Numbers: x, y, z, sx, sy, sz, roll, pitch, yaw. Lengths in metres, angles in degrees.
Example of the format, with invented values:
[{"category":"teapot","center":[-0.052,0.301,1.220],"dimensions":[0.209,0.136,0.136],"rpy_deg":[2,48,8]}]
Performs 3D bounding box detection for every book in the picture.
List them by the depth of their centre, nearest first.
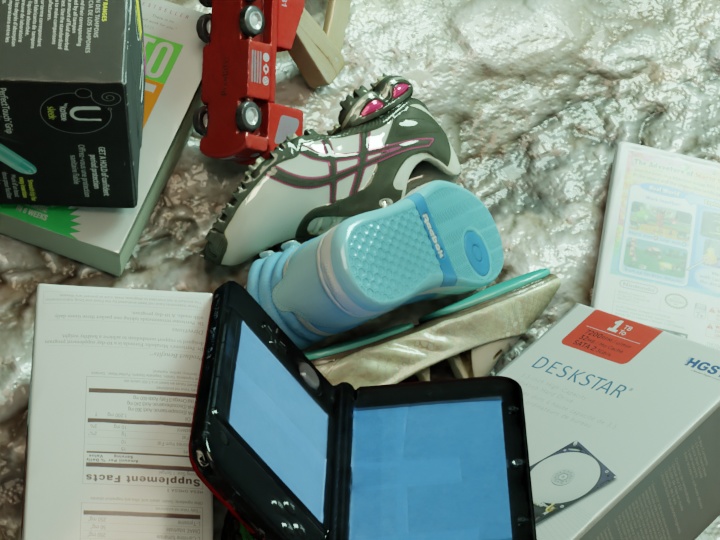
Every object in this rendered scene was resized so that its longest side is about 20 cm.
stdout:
[{"category":"book","center":[-0.188,-0.104,1.395],"dimensions":[0.134,0.048,0.200],"rpy_deg":[19,61,5]}]

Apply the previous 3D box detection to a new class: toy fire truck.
[{"category":"toy fire truck","center":[-0.050,-0.169,1.426],"dimensions":[0.141,0.049,0.200],"rpy_deg":[7,82,-49]}]

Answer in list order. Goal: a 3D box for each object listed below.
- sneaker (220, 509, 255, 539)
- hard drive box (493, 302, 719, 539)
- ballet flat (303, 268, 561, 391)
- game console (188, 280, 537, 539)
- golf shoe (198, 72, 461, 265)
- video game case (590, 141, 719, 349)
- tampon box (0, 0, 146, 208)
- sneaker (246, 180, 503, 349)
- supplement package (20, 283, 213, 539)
[{"category":"sneaker","center":[-0.034,0.196,1.176],"dimensions":[0.085,0.078,0.200],"rpy_deg":[1,27,-21]},{"category":"hard drive box","center":[0.133,0.122,1.244],"dimensions":[0.200,0.077,0.156],"rpy_deg":[-39,35,-28]},{"category":"ballet flat","center":[0.047,0.057,1.331],"dimensions":[0.200,0.067,0.062],"rpy_deg":[-19,92,-15]},{"category":"game console","center":[0.002,0.085,1.170],"dimensions":[0.172,0.119,0.200],"rpy_deg":[50,19,-22]},{"category":"golf shoe","center":[-0.018,-0.054,1.372],"dimensions":[0.200,0.077,0.088],"rpy_deg":[-37,78,-25]},{"category":"video game case","center":[0.263,0.008,1.407],"dimensions":[0.200,0.024,0.182],"rpy_deg":[13,58,0]},{"category":"tampon box","center":[-0.242,-0.132,1.297],"dimensions":[0.200,0.150,0.126],"rpy_deg":[2,61,-3]},{"category":"sneaker","center":[0.000,0.000,1.343],"dimensions":[0.200,0.131,0.080],"rpy_deg":[-10,79,-54]},{"category":"supplement package","center":[-0.147,0.123,1.219],"dimensions":[0.109,0.114,0.200],"rpy_deg":[3,58,-9]}]
